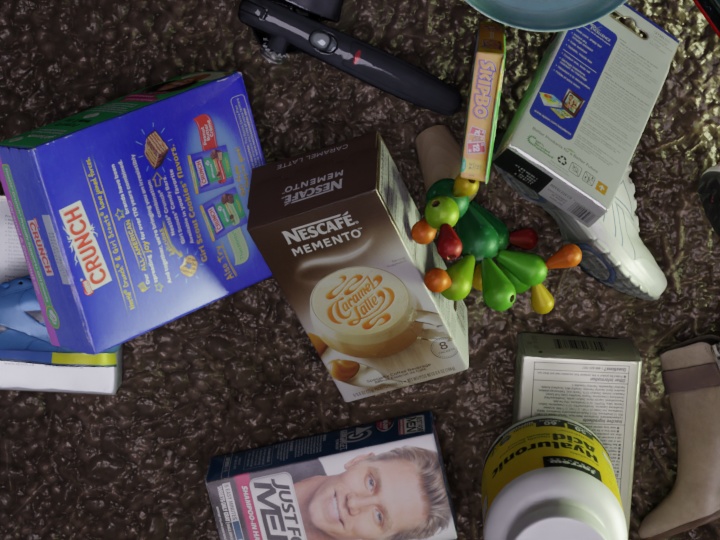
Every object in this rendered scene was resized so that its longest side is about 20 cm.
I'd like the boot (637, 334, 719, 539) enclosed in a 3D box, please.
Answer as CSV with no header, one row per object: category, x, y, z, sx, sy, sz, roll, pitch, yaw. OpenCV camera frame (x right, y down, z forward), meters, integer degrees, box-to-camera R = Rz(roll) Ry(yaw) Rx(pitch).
boot,0.291,0.132,1.638,0.200,0.070,0.147,-29,86,28

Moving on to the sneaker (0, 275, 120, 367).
sneaker,-0.292,0.037,1.584,0.199,0.066,0.079,2,92,-1

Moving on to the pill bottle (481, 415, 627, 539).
pill bottle,0.150,0.194,1.512,0.111,0.200,0.112,1,104,2

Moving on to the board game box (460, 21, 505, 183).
board game box,0.096,-0.133,1.503,0.030,0.200,0.096,7,105,0

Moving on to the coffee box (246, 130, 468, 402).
coffee box,0.000,0.000,1.555,0.114,0.080,0.200,-17,127,16

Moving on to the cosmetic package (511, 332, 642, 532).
cosmetic package,0.178,0.159,1.642,0.105,0.071,0.201,4,104,0

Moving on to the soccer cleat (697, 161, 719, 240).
soccer cleat,0.342,-0.011,1.605,0.073,0.068,0.201,-37,115,-28

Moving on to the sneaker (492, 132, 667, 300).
sneaker,0.196,-0.057,1.589,0.087,0.074,0.200,-46,112,-15

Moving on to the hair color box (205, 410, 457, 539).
hair color box,-0.024,0.194,1.661,0.199,0.061,0.100,-13,104,3

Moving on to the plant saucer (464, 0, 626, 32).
plant saucer,0.144,-0.289,1.534,0.199,0.027,0.201,0,94,-7

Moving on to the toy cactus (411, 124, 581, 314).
toy cactus,0.092,-0.047,1.559,0.102,0.200,0.166,-34,63,24

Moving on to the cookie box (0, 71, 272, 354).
cookie box,-0.170,-0.050,1.539,0.200,0.075,0.172,-24,107,-34

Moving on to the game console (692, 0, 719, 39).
game console,0.315,-0.273,1.498,0.118,0.173,0.200,-27,113,34

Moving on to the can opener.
can opener,-0.007,-0.176,1.564,0.199,0.063,0.079,29,102,-6

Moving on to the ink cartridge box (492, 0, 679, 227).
ink cartridge box,0.181,-0.135,1.536,0.095,0.200,0.037,33,146,-8

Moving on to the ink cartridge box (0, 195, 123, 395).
ink cartridge box,-0.296,0.001,1.625,0.199,0.041,0.201,3,104,0
